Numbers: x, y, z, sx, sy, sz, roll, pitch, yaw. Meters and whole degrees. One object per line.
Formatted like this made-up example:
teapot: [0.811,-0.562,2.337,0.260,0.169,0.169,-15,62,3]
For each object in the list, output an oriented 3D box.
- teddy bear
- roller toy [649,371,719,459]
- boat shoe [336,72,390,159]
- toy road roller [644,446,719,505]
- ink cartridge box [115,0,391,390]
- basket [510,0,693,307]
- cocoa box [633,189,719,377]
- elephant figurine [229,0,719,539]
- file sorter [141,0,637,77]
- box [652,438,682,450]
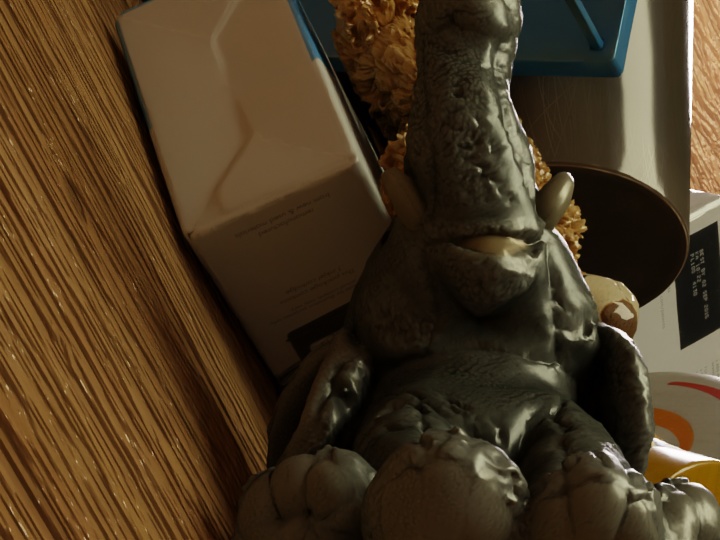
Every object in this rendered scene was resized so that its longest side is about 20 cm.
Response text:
teddy bear: [0.046,-0.025,0.819,0.145,0.066,0.201,59,10,-45]
roller toy: [0.153,0.143,1.249,0.200,0.181,0.141,-129,-158,-61]
boat shoe: [0.000,0.000,1.009,0.072,0.067,0.201,32,35,-63]
toy road roller: [0.087,0.158,0.770,0.123,0.145,0.201,16,89,-50]
ink cartridge box: [-0.015,-0.009,0.881,0.200,0.066,0.116,61,5,-51]
basket: [0.081,-0.090,1.002,0.181,0.135,0.201,79,11,-53]
cocoa box: [0.137,0.054,1.408,0.131,0.133,0.201,18,-56,46]
elephant figurine: [0.033,0.039,0.671,0.141,0.155,0.201,38,27,-28]
file sorter: [0.006,-0.167,0.913,0.123,0.199,0.140,50,49,-57]
box: [0.075,0.094,0.897,0.199,0.064,0.070,23,29,-45]
